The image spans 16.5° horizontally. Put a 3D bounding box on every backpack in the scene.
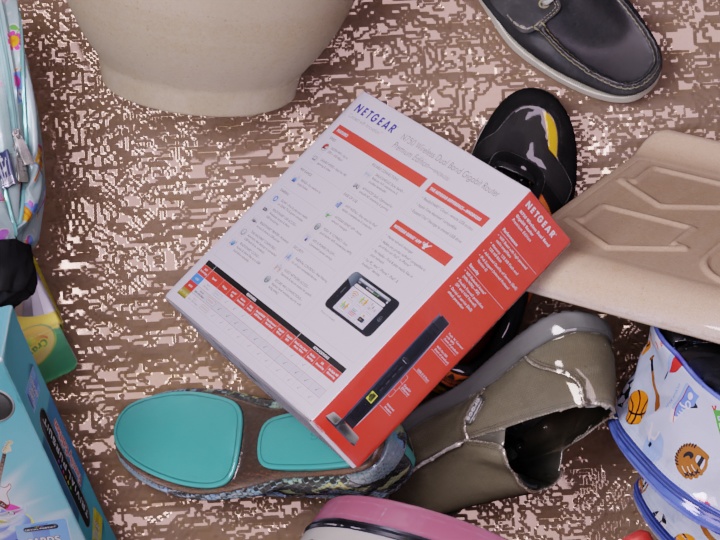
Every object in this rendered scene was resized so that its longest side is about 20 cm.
[{"bbox_3d":[-0.246,-0.067,1.429,0.126,0.167,0.201,-5,81,-26],"label":"backpack"},{"bbox_3d":[0.239,0.104,1.453,0.190,0.200,0.154,23,102,-28],"label":"backpack"}]

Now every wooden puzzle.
[{"bbox_3d":[0.209,-0.010,1.461,0.185,0.200,0.046,15,123,28],"label":"wooden puzzle"}]

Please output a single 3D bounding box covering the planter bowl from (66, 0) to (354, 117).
[{"bbox_3d":[-0.092,-0.172,1.476,0.199,0.200,0.135,6,112,-3],"label":"planter bowl"}]

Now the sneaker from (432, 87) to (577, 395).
[{"bbox_3d":[0.088,-0.018,1.512,0.070,0.090,0.201,20,85,-2],"label":"sneaker"}]

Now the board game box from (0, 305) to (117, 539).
[{"bbox_3d":[-0.240,0.120,1.424,0.150,0.047,0.200,-10,130,10],"label":"board game box"}]

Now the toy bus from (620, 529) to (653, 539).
[{"bbox_3d":[0.193,0.244,1.453,0.135,0.200,0.192,-24,80,-6],"label":"toy bus"}]

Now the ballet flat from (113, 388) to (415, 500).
[{"bbox_3d":[-0.055,0.111,1.492,0.199,0.074,0.075,3,84,33],"label":"ballet flat"}]

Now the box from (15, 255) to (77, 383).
[{"bbox_3d":[-0.262,-0.006,1.510,0.117,0.048,0.201,-26,86,-6],"label":"box"}]

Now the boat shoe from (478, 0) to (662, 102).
[{"bbox_3d":[0.109,-0.181,1.540,0.200,0.068,0.072,45,82,-1],"label":"boat shoe"}]

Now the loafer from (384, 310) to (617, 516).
[{"bbox_3d":[0.076,0.104,1.469,0.075,0.200,0.070,15,42,-39],"label":"loafer"}]

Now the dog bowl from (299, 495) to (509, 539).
[{"bbox_3d":[0.044,0.196,1.448,0.200,0.200,0.074,23,72,-2],"label":"dog bowl"}]

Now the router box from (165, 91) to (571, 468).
[{"bbox_3d":[0.000,0.000,1.455,0.180,0.200,0.049,-46,125,-5],"label":"router box"}]
